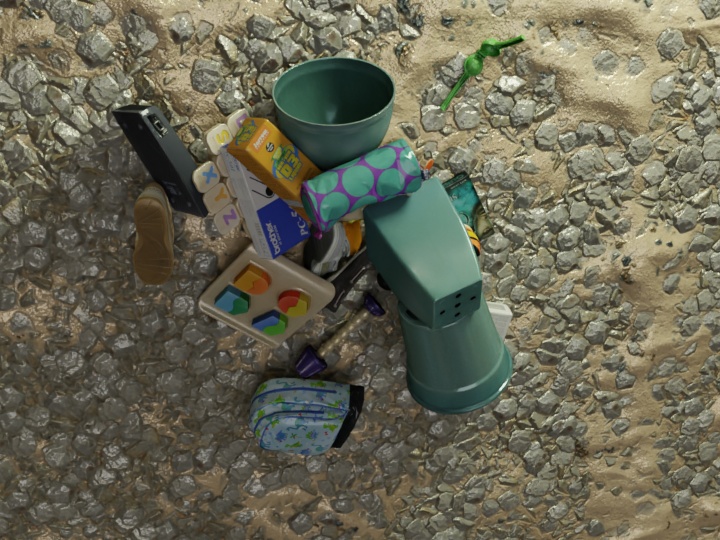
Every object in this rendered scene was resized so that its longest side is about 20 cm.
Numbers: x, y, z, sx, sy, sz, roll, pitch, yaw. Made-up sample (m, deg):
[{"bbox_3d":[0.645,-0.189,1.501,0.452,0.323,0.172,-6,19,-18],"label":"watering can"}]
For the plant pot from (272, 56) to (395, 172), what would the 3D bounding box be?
[{"bbox_3d":[-0.042,-0.240,1.503,0.198,0.201,0.135,-8,134,-8],"label":"plant pot"}]

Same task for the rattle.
[{"bbox_3d":[0.049,-0.103,1.591,0.198,0.130,0.144,-14,106,11],"label":"rattle"}]

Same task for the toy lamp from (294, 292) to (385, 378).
[{"bbox_3d":[-0.042,0.127,1.727,0.200,0.058,0.058,-42,115,5],"label":"toy lamp"}]

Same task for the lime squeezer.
[{"bbox_3d":[0.209,-0.352,1.570,0.037,0.071,0.200,19,139,-36],"label":"lime squeezer"}]

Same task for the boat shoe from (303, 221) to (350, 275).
[{"bbox_3d":[-0.053,-0.040,1.593,0.064,0.202,0.075,-8,71,-16],"label":"boat shoe"}]

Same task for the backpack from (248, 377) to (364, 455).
[{"bbox_3d":[-0.112,0.274,1.734,0.198,0.155,0.164,22,137,-7],"label":"backpack"}]

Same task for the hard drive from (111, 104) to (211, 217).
[{"bbox_3d":[-0.318,-0.182,1.493,0.042,0.134,0.201,-41,120,-22],"label":"hard drive"}]

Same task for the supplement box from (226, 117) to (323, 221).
[{"bbox_3d":[-0.118,-0.158,1.471,0.200,0.069,0.067,40,75,-34],"label":"supplement box"}]

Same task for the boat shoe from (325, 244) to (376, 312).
[{"bbox_3d":[0.000,0.000,1.657,0.200,0.067,0.057,-41,89,24],"label":"boat shoe"}]

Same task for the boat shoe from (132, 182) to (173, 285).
[{"bbox_3d":[-0.350,-0.062,1.567,0.073,0.070,0.201,8,133,-5],"label":"boat shoe"}]

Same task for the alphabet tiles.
[{"bbox_3d":[-0.188,-0.160,1.528,0.196,0.015,0.201,-43,123,-34],"label":"alphabet tiles"}]

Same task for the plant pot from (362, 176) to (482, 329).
[{"bbox_3d":[0.113,-0.017,1.505,0.140,0.201,0.142,-24,148,-12],"label":"plant pot"}]

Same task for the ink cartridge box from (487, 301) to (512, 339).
[{"bbox_3d":[0.192,0.151,1.797,0.159,0.050,0.202,9,116,-16],"label":"ink cartridge box"}]

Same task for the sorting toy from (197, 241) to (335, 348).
[{"bbox_3d":[-0.171,0.054,1.640,0.184,0.037,0.200,30,129,-22],"label":"sorting toy"}]

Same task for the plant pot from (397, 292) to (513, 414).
[{"bbox_3d":[0.157,0.113,1.611,0.198,0.201,0.197,-21,130,-3],"label":"plant pot"}]

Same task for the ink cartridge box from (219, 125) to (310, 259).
[{"bbox_3d":[-0.155,-0.129,1.522,0.094,0.044,0.202,-35,119,-35],"label":"ink cartridge box"}]

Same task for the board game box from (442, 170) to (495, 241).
[{"bbox_3d":[0.136,-0.077,1.691,0.199,0.028,0.136,-29,116,2],"label":"board game box"}]

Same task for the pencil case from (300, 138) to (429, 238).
[{"bbox_3d":[0.003,-0.132,1.448,0.198,0.085,0.093,-24,113,-14],"label":"pencil case"}]

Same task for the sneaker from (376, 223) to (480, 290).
[{"bbox_3d":[0.123,-0.016,1.648,0.199,0.090,0.070,-27,117,0],"label":"sneaker"}]
